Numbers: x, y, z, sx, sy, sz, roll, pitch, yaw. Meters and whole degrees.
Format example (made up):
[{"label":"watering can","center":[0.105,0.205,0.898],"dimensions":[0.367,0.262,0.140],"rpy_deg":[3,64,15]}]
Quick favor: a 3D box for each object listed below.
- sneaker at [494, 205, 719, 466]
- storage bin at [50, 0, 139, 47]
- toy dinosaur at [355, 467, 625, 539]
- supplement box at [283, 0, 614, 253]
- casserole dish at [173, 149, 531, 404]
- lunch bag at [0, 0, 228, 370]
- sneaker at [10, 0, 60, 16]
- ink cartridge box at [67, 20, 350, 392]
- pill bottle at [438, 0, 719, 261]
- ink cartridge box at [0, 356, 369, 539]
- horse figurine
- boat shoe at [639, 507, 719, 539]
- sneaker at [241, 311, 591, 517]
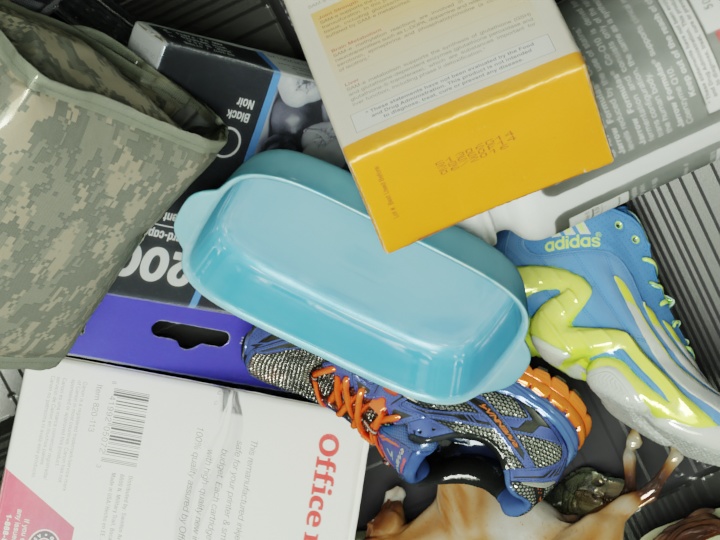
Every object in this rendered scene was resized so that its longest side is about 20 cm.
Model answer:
[{"label":"sneaker","center":[0.149,0.022,1.379],"dimensions":[0.200,0.076,0.105],"rpy_deg":[32,82,15]},{"label":"storage bin","center":[-0.213,-0.074,1.403],"dimensions":[0.135,0.094,0.200],"rpy_deg":[38,107,-5]},{"label":"toy dinosaur","center":[0.069,0.173,1.465],"dimensions":[0.199,0.047,0.088],"rpy_deg":[-12,87,8]},{"label":"supplement box","center":[0.035,-0.117,1.262],"dimensions":[0.126,0.200,0.074],"rpy_deg":[-22,136,2]},{"label":"casserole dish","center":[0.000,0.000,1.301],"dimensions":[0.200,0.039,0.121],"rpy_deg":[25,140,-8]},{"label":"lunch bag","center":[-0.173,-0.041,1.233],"dimensions":[0.118,0.200,0.164],"rpy_deg":[43,102,30]},{"label":"sneaker","center":[-0.177,-0.129,1.301],"dimensions":[0.200,0.076,0.114],"rpy_deg":[-21,108,12]},{"label":"ink cartridge box","center":[-0.064,-0.022,1.379],"dimensions":[0.198,0.043,0.200],"rpy_deg":[10,110,-32]},{"label":"pill bottle","center":[0.115,-0.086,1.334],"dimensions":[0.200,0.114,0.114],"rpy_deg":[-24,102,-1]},{"label":"ink cartridge box","center":[-0.106,0.142,1.412],"dimensions":[0.199,0.083,0.147],"rpy_deg":[11,72,-5]},{"label":"horse figurine","center":[0.106,0.134,1.415],"dimensions":[0.200,0.050,0.133],"rpy_deg":[21,74,21]},{"label":"boat shoe","center":[0.255,0.168,1.439],"dimensions":[0.201,0.074,0.063],"rpy_deg":[-12,143,-2]},{"label":"sneaker","center":[0.026,0.075,1.371],"dimensions":[0.199,0.079,0.075],"rpy_deg":[18,146,8]}]
